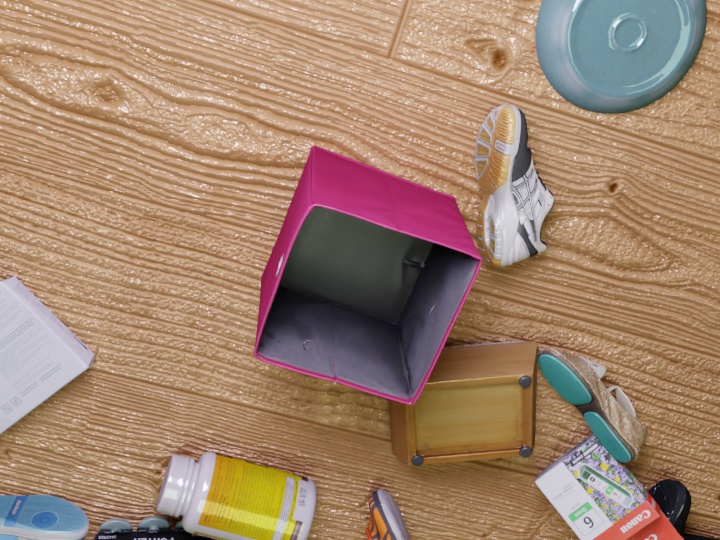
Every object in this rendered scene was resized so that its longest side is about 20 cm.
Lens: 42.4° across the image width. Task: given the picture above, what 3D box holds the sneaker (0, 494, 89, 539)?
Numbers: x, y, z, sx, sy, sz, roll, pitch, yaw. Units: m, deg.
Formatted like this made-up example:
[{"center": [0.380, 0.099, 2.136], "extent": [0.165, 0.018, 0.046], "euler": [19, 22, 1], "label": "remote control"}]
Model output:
[{"center": [-0.470, 0.382, 1.284], "extent": [0.200, 0.080, 0.131], "euler": [5, 113, 5], "label": "sneaker"}]

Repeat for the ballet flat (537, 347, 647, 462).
[{"center": [0.313, 0.166, 1.242], "extent": [0.065, 0.070, 0.200], "euler": [-44, 103, -26], "label": "ballet flat"}]

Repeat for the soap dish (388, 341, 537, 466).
[{"center": [0.138, 0.178, 1.225], "extent": [0.200, 0.081, 0.158], "euler": [-5, 115, -3], "label": "soap dish"}]

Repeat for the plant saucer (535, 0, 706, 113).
[{"center": [0.301, -0.272, 1.055], "extent": [0.200, 0.036, 0.200], "euler": [-1, 115, -3], "label": "plant saucer"}]

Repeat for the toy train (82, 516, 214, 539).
[{"center": [-0.293, 0.404, 1.295], "extent": [0.200, 0.085, 0.114], "euler": [4, 128, -21], "label": "toy train"}]

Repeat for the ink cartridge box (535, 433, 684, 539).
[{"center": [0.347, 0.334, 1.277], "extent": [0.109, 0.050, 0.200], "euler": [-41, 79, 14], "label": "ink cartridge box"}]

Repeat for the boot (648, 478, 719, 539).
[{"center": [0.477, 0.396, 1.350], "extent": [0.162, 0.073, 0.198], "euler": [16, 120, -8], "label": "boot"}]

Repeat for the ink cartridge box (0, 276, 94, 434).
[{"center": [-0.478, 0.101, 1.173], "extent": [0.199, 0.041, 0.200], "euler": [-35, 112, 12], "label": "ink cartridge box"}]

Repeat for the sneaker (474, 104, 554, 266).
[{"center": [0.189, -0.105, 1.115], "extent": [0.088, 0.076, 0.200], "euler": [-10, 119, -16], "label": "sneaker"}]

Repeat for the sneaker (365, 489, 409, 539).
[{"center": [0.017, 0.407, 1.324], "extent": [0.112, 0.078, 0.200], "euler": [-16, 114, 3], "label": "sneaker"}]

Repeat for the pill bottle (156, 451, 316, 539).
[{"center": [-0.167, 0.311, 1.251], "extent": [0.200, 0.109, 0.109], "euler": [18, 112, -11], "label": "pill bottle"}]

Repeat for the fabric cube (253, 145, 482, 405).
[{"center": [0.000, 0.000, 1.071], "extent": [0.200, 0.199, 0.196], "euler": [18, 113, -12], "label": "fabric cube"}]
